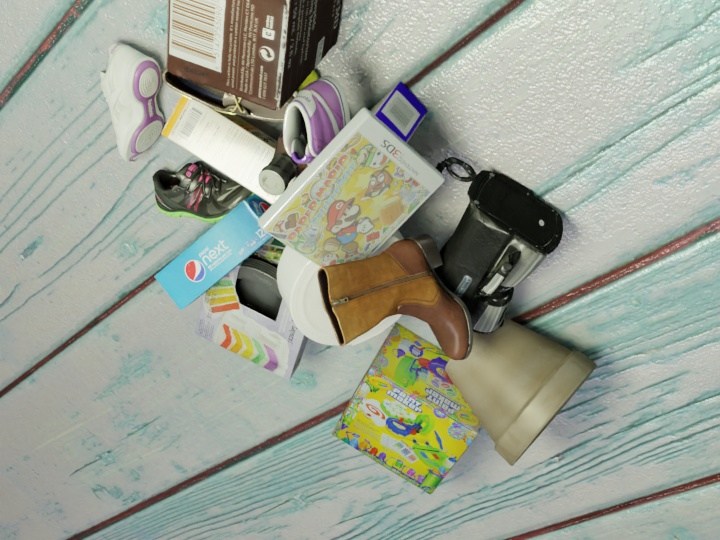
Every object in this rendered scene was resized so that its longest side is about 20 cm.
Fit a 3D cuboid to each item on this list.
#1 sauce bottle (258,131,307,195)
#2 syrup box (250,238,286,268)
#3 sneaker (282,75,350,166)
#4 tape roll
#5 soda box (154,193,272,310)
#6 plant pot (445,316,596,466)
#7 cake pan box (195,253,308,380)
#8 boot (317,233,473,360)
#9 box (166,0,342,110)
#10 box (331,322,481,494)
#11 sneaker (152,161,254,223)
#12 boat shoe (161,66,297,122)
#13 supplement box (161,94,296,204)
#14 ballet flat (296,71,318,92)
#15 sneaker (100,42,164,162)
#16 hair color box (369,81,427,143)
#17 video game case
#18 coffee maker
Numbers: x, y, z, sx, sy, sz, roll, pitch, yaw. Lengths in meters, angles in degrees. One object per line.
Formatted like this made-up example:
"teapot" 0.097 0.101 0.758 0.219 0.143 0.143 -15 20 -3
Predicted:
"sauce bottle" -0.081 -0.174 1.385 0.065 0.200 0.067 15 130 18
"syrup box" -0.137 -0.023 1.615 0.198 0.079 0.082 12 130 18
"sneaker" -0.050 -0.138 1.310 0.072 0.114 0.202 -5 117 32
"tape roll" -0.018 0.011 1.460 0.200 0.071 0.204 -14 130 -17
"soda box" -0.209 -0.029 1.498 0.199 0.064 0.068 -37 94 23
"plant pot" 0.228 0.163 1.519 0.173 0.200 0.201 40 135 14
"cake pan box" -0.163 0.061 1.608 0.183 0.052 0.201 25 132 4
"boot" 0.051 0.058 1.347 0.068 0.199 0.190 -13 96 49
"box" -0.129 -0.340 1.278 0.163 0.201 0.167 20 132 11
"box" 0.088 0.232 1.672 0.199 0.122 0.193 31 133 2
"sneaker" -0.251 -0.127 1.594 0.198 0.077 0.084 1 130 25
"boat shoe" -0.177 -0.246 1.381 0.198 0.060 0.072 24 131 11
"supplement box" -0.176 -0.178 1.473 0.199 0.126 0.074 32 98 0
"ballet flat" -0.155 -0.279 1.431 0.198 0.067 0.067 17 130 15
"sneaker" -0.356 -0.262 1.559 0.099 0.075 0.201 36 136 22
"hair color box" -0.003 -0.164 1.415 0.065 0.110 0.199 45 133 -11
"video game case" -0.008 -0.092 1.311 0.200 0.023 0.182 -45 137 12
"coffee maker" 0.164 -0.034 1.439 0.192 0.134 0.201 49 135 19
